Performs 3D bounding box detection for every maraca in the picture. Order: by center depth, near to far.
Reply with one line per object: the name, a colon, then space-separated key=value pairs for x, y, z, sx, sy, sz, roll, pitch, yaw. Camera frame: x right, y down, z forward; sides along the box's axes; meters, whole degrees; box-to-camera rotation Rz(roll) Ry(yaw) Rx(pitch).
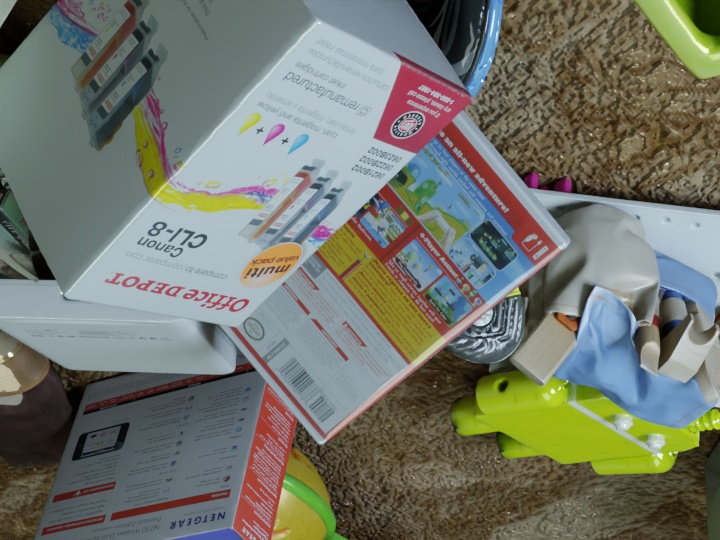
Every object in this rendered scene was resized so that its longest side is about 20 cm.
maraca: x=-0.080 y=0.207 z=1.185 sx=0.136 sy=0.107 sz=0.200 roll=1 pitch=145 yaw=32

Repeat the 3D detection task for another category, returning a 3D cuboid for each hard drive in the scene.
hard drive: x=-0.162 y=0.040 z=0.921 sx=0.131 sy=0.026 sz=0.200 roll=2 pitch=167 yaw=4

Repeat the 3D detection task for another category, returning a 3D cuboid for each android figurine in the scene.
android figurine: x=0.171 y=0.111 z=1.037 sx=0.199 sy=0.041 sz=0.182 roll=-11 pitch=149 yaw=40

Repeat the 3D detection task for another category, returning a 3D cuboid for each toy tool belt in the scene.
toy tool belt: x=0.188 y=0.054 z=0.901 sx=0.199 sy=0.123 sz=0.125 roll=23 pitch=138 yaw=-13

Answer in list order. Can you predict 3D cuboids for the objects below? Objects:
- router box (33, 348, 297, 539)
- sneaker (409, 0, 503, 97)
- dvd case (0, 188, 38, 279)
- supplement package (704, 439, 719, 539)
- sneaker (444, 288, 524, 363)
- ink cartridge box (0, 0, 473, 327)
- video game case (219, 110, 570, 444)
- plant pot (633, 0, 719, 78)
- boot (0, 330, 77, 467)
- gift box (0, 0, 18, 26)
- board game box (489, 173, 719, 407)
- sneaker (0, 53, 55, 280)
router box: x=-0.151 y=0.153 z=1.083 sx=0.199 sy=0.180 sz=0.049 roll=-15 pitch=132 yaw=27
sneaker: x=0.013 y=-0.120 z=0.823 sx=0.082 sy=0.071 sz=0.199 roll=27 pitch=140 yaw=-27
dvd case: x=-0.289 y=-0.005 z=1.016 sx=0.199 sy=0.022 sz=0.146 roll=0 pitch=142 yaw=31
supplement package: x=0.378 y=0.183 z=1.048 sx=0.199 sy=0.120 sz=0.122 roll=13 pitch=138 yaw=-2
sneaker: x=0.017 y=-0.010 z=0.864 sx=0.200 sy=0.076 sz=0.076 roll=35 pitch=169 yaw=9
ink cartridge box: x=-0.077 y=-0.090 z=0.739 sx=0.200 sy=0.145 sz=0.145 roll=-43 pitch=150 yaw=22
video game case: x=0.002 y=-0.009 z=0.808 sx=0.200 sy=0.017 sz=0.143 roll=-41 pitch=89 yaw=22
plant pot: x=0.181 y=-0.234 z=0.575 sx=0.198 sy=0.182 sz=0.200 roll=-22 pitch=129 yaw=31
boot: x=-0.337 y=0.119 z=1.164 sx=0.199 sy=0.073 sz=0.167 roll=-11 pitch=133 yaw=18
gift box: x=-0.258 y=-0.166 z=0.737 sx=0.184 sy=0.187 sz=0.200 roll=37 pitch=148 yaw=-24
board game box: x=0.199 y=0.018 z=0.973 sx=0.199 sy=0.026 sz=0.201 roll=7 pitch=139 yaw=5
sneaker: x=-0.197 y=-0.061 z=0.918 sx=0.078 sy=0.090 sz=0.201 roll=-21 pitch=121 yaw=3
